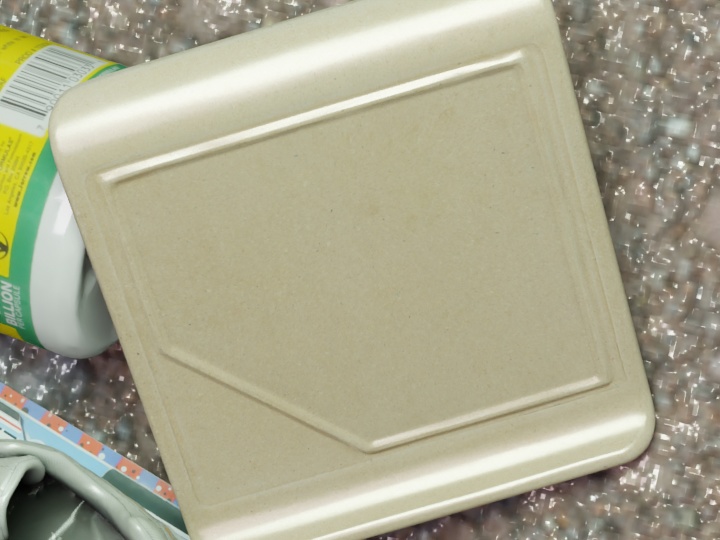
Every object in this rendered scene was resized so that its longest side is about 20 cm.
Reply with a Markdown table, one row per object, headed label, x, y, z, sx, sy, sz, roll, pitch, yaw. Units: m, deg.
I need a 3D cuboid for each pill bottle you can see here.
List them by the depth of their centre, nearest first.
| label | x | y | z | sx | sy | sz | roll | pitch | yaw |
| --- | --- | --- | --- | --- | --- | --- | --- | --- | --- |
| pill bottle | -0.174 | -0.048 | 1.100 | 0.199 | 0.113 | 0.114 | 19 | 97 | 15 |

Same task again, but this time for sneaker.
| label | x | y | z | sx | sy | sz | roll | pitch | yaw |
| --- | --- | --- | --- | --- | --- | --- | --- | --- | --- |
| sneaker | -0.149 | 0.083 | 1.072 | 0.199 | 0.092 | 0.076 | 19 | 68 | 11 |

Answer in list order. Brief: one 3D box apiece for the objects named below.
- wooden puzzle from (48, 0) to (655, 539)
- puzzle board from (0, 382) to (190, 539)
| label | x | y | z | sx | sy | sz | roll | pitch | yaw |
| --- | --- | --- | --- | --- | --- | --- | --- | --- | --- |
| wooden puzzle | 0.000 | 0.000 | 1.041 | 0.184 | 0.037 | 0.201 | -16 | 114 | 2 |
| puzzle board | -0.139 | 0.131 | 1.110 | 0.199 | 0.017 | 0.151 | 30 | 73 | 14 |
